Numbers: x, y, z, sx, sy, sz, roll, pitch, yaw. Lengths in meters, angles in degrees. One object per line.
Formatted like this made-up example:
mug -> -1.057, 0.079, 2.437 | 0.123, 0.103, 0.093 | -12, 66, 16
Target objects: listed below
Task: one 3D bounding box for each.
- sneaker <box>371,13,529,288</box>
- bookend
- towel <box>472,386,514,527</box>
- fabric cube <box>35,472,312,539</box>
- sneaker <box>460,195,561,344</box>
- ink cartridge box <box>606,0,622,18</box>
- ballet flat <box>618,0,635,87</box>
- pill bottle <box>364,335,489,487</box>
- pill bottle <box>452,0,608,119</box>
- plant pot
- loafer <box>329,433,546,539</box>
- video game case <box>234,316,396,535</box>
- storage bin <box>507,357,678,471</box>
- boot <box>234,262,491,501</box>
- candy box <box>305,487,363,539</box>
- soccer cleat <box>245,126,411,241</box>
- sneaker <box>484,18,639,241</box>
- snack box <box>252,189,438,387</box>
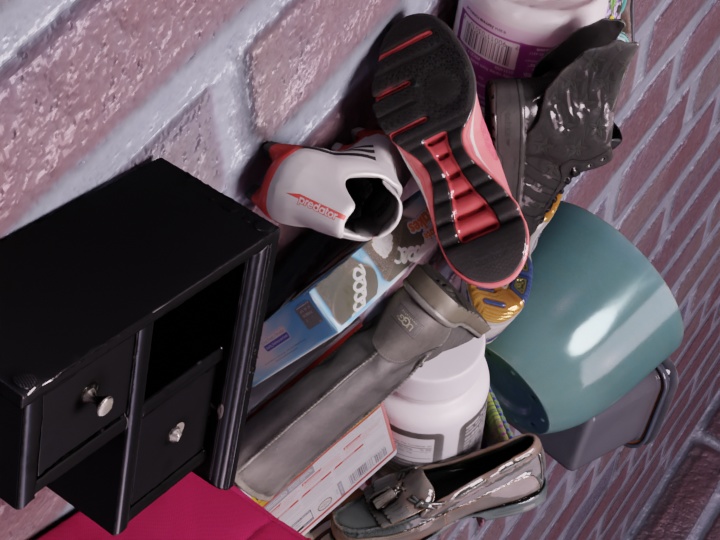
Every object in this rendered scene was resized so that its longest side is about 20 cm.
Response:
sneaker -> 0.060, -0.077, 1.017 | 0.073, 0.203, 0.087 | -19, 169, 4
bookend -> -0.150, 0.073, 0.800 | 0.199, 0.091, 0.201 | -35, 147, -47
towel -> 0.108, 0.149, 1.403 | 0.022, 0.145, 0.201 | -13, 153, -13
fabric cube -> -0.128, 0.277, 0.954 | 0.199, 0.199, 0.198 | -30, 142, -52
sneaker -> 0.126, -0.026, 1.325 | 0.088, 0.074, 0.202 | 112, 2, -58
ink cartridge box -> 0.166, -0.151, 1.237 | 0.108, 0.050, 0.202 | -28, 132, -38
ballet flat -> 0.211, -0.226, 1.293 | 0.073, 0.072, 0.202 | -36, 141, -47
pill bottle -> 0.056, 0.118, 1.295 | 0.114, 0.113, 0.201 | -46, 154, -33
pill bottle -> 0.117, -0.139, 1.121 | 0.112, 0.111, 0.202 | -41, 151, -41
plant pot -> 0.189, 0.061, 1.430 | 0.161, 0.200, 0.201 | -44, 154, -18
loafer -> 0.065, 0.183, 1.242 | 0.197, 0.072, 0.064 | -13, 125, -16
video game case -> -0.040, 0.134, 1.155 | 0.143, 0.017, 0.201 | -39, 145, -18
storage bin -> 0.215, 0.127, 1.583 | 0.133, 0.199, 0.147 | -23, 139, -41
boot -> -0.002, 0.085, 1.072 | 0.200, 0.072, 0.182 | -49, 162, 5
candy box -> -0.042, 0.260, 1.243 | 0.199, 0.115, 0.056 | -33, 147, -50
soccer cleat -> 0.001, -0.054, 0.998 | 0.199, 0.085, 0.069 | -10, 126, -63
sneaker -> 0.144, -0.084, 1.059 | 0.060, 0.103, 0.202 | -99, -178, -50
snack box -> 0.000, 0.000, 1.054 | 0.116, 0.037, 0.200 | -34, -175, 47
